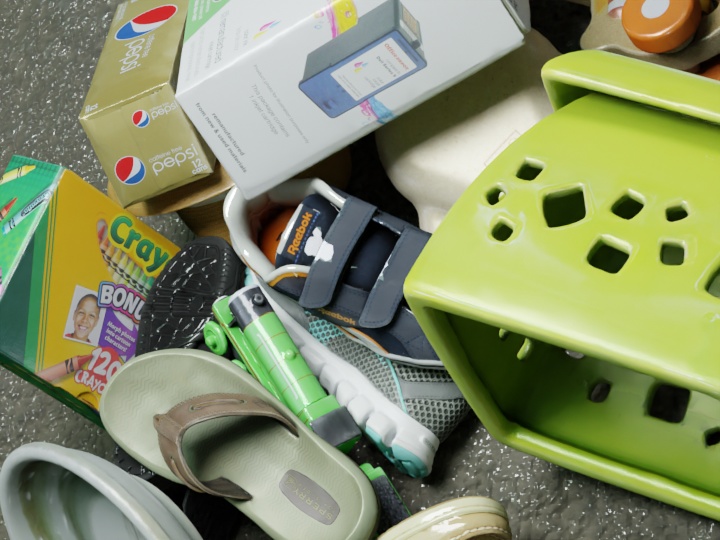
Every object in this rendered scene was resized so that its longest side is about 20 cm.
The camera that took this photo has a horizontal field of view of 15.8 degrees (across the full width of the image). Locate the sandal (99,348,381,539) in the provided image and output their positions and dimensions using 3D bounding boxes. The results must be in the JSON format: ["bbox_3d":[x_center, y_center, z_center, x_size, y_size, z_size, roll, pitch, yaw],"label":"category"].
[{"bbox_3d":[-0.073,0.101,1.507,0.200,0.057,0.080,27,91,32],"label":"sandal"}]

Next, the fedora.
[{"bbox_3d":[-0.067,-0.070,1.684,0.199,0.082,0.201,-23,22,10],"label":"fedora"}]

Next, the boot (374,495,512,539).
[{"bbox_3d":[0.028,0.237,1.459,0.200,0.073,0.156,-40,47,14],"label":"boot"}]

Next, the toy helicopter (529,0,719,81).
[{"bbox_3d":[0.164,-0.184,1.601,0.199,0.079,0.133,18,69,41],"label":"toy helicopter"}]

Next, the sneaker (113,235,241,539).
[{"bbox_3d":[-0.100,0.089,1.627,0.060,0.104,0.201,2,65,33],"label":"sneaker"}]

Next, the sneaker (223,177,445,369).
[{"bbox_3d":[0.000,0.000,1.534,0.199,0.079,0.079,18,76,32],"label":"sneaker"}]

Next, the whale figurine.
[{"bbox_3d":[0.102,-0.062,1.581,0.200,0.104,0.159,44,96,19],"label":"whale figurine"}]

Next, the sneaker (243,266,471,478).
[{"bbox_3d":[0.007,0.041,1.602,0.091,0.078,0.200,-43,54,-4],"label":"sneaker"}]

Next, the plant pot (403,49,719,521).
[{"bbox_3d":[0.166,0.005,1.391,0.198,0.200,0.182,17,68,27],"label":"plant pot"}]

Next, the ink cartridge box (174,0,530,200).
[{"bbox_3d":[-0.004,-0.151,1.545,0.199,0.088,0.146,-27,27,16],"label":"ink cartridge box"}]

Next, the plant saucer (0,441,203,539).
[{"bbox_3d":[-0.136,0.179,1.564,0.199,0.201,0.050,19,44,43],"label":"plant saucer"}]

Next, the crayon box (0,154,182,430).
[{"bbox_3d":[-0.164,0.027,1.642,0.058,0.200,0.119,14,74,45],"label":"crayon box"}]

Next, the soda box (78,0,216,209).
[{"bbox_3d":[-0.126,-0.118,1.651,0.064,0.068,0.200,-21,23,11],"label":"soda box"}]

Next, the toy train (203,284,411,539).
[{"bbox_3d":[-0.029,0.093,1.548,0.201,0.042,0.056,57,149,14],"label":"toy train"}]
